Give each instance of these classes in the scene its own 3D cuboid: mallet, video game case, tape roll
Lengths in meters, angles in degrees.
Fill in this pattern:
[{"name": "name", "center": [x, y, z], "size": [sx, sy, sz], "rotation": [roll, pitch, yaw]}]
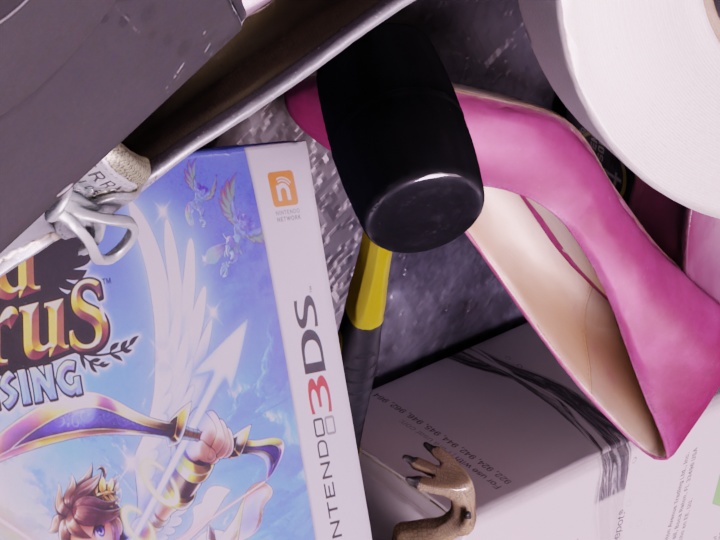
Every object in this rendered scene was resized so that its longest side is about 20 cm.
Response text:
[{"name": "mallet", "center": [0.000, 0.000, 0.959], "size": [0.041, 0.066, 0.200], "rotation": [-7, 151, -14]}, {"name": "video game case", "center": [-0.081, 0.060, 0.866], "size": [0.200, 0.045, 0.182], "rotation": [-10, 89, -48]}, {"name": "tape roll", "center": [0.144, -0.109, 0.920], "size": [0.202, 0.037, 0.203], "rotation": [-10, 118, -19]}]

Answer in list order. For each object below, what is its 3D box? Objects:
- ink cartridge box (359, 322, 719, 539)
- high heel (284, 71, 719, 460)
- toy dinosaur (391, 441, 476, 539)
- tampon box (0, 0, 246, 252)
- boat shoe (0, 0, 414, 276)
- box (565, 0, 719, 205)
[{"name": "ink cartridge box", "center": [0.063, 0.102, 1.136], "size": [0.200, 0.084, 0.146], "rotation": [-20, 133, -42]}, {"name": "high heel", "center": [0.048, -0.003, 0.996], "size": [0.200, 0.067, 0.096], "rotation": [19, 83, -41]}, {"name": "toy dinosaur", "center": [0.016, 0.112, 1.012], "size": [0.101, 0.200, 0.058], "rotation": [107, 6, -50]}, {"name": "tampon box", "center": [-0.153, -0.083, 0.593], "size": [0.150, 0.200, 0.126], "rotation": [-45, 146, -16]}, {"name": "boat shoe", "center": [-0.052, -0.055, 0.766], "size": [0.202, 0.065, 0.074], "rotation": [-37, 145, -3]}, {"name": "box", "center": [0.151, -0.086, 1.090], "size": [0.161, 0.049, 0.200], "rotation": [-20, 130, -33]}]
